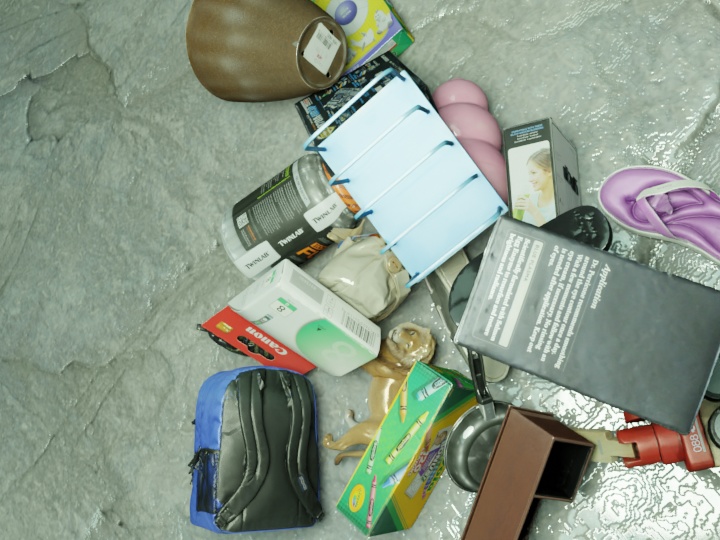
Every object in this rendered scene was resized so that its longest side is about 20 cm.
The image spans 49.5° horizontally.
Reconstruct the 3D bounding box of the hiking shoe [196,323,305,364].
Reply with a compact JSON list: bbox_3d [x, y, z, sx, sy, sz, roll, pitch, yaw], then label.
[{"bbox_3d":[-0.135,0.091,1.079,0.197,0.100,0.077,-7,76,37],"label":"hiking shoe"}]

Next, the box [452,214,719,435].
[{"bbox_3d":[0.201,0.044,0.707,0.197,0.196,0.120,21,92,12],"label":"box"}]

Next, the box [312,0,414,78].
[{"bbox_3d":[-0.016,-0.379,1.160,0.117,0.048,0.202,-38,62,17],"label":"box"}]

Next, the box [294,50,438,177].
[{"bbox_3d":[0.002,-0.213,1.029,0.157,0.046,0.201,-29,30,2],"label":"box"}]

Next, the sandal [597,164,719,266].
[{"bbox_3d":[0.360,-0.068,0.874,0.201,0.050,0.084,29,93,31],"label":"sandal"}]

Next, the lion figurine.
[{"bbox_3d":[0.029,0.163,1.002,0.121,0.072,0.204,9,89,33],"label":"lion figurine"}]

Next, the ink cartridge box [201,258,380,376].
[{"bbox_3d":[-0.095,0.086,0.985,0.199,0.160,0.051,-34,30,38],"label":"ink cartridge box"}]

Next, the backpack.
[{"bbox_3d":[-0.151,0.229,1.030,0.166,0.160,0.205,-10,76,50],"label":"backpack"}]

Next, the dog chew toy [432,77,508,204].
[{"bbox_3d":[0.126,-0.152,0.990,0.122,0.124,0.204,-12,65,26],"label":"dog chew toy"}]

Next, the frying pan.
[{"bbox_3d":[0.157,0.170,0.893,0.031,0.113,0.194,-142,61,-65],"label":"frying pan"}]

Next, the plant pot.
[{"bbox_3d":[-0.115,-0.318,1.099,0.198,0.186,0.190,23,90,42],"label":"plant pot"}]

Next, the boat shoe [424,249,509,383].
[{"bbox_3d":[0.131,0.049,0.982,0.066,0.057,0.203,-17,71,-13],"label":"boat shoe"}]

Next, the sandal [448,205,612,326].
[{"bbox_3d":[0.172,-0.008,0.839,0.199,0.043,0.077,-36,64,20],"label":"sandal"}]

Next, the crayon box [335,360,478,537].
[{"bbox_3d":[0.063,0.213,0.939,0.058,0.118,0.202,31,95,30],"label":"crayon box"}]

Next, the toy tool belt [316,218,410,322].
[{"bbox_3d":[0.000,0.000,1.023,0.124,0.200,0.124,36,71,-11],"label":"toy tool belt"}]

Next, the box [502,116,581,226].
[{"bbox_3d":[0.219,-0.061,0.916,0.059,0.116,0.204,-9,76,29],"label":"box"}]

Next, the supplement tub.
[{"bbox_3d":[-0.088,-0.078,1.088,0.198,0.122,0.124,-31,65,20],"label":"supplement tub"}]

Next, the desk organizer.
[{"bbox_3d":[0.177,0.262,0.861,0.077,0.071,0.204,29,102,59],"label":"desk organizer"}]

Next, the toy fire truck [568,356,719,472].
[{"bbox_3d":[0.296,0.133,0.839,0.196,0.129,0.179,-16,71,15],"label":"toy fire truck"}]

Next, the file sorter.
[{"bbox_3d":[0.049,-0.100,0.862,0.138,0.123,0.201,-38,90,15],"label":"file sorter"}]
